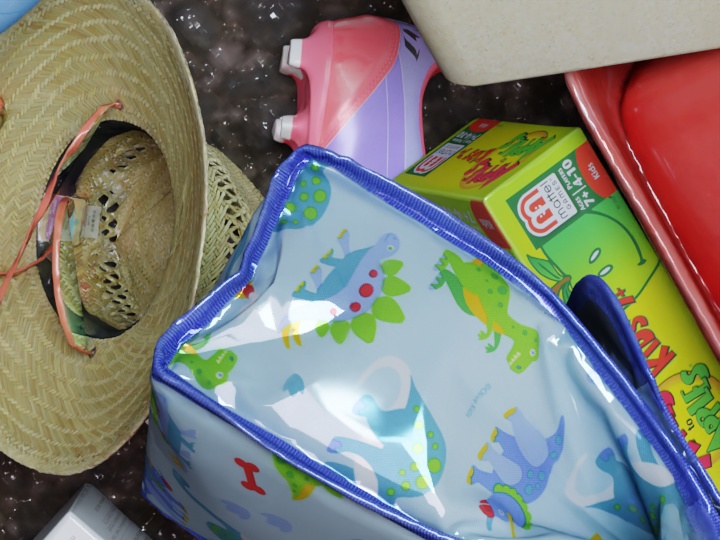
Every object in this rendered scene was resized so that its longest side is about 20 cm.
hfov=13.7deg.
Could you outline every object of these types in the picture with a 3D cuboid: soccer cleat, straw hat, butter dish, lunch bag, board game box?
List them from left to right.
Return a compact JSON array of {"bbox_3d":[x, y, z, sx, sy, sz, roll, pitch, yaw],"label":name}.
[{"bbox_3d":[-0.081,-0.015,1.148,0.085,0.201,0.202,7,94,-37],"label":"straw hat"},{"bbox_3d":[0.000,0.000,1.176,0.076,0.067,0.201,4,90,-5],"label":"soccer cleat"},{"bbox_3d":[0.033,0.066,1.042,0.200,0.170,0.128,33,73,7],"label":"lunch bag"},{"bbox_3d":[0.096,0.039,1.134,0.048,0.102,0.200,-36,105,-14],"label":"board game box"},{"bbox_3d":[0.193,-0.042,1.092,0.148,0.200,0.200,-27,94,30],"label":"butter dish"}]

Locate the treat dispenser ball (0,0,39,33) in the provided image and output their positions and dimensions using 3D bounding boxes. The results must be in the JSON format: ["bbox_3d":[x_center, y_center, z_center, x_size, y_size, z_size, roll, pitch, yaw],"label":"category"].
[{"bbox_3d":[-0.190,-0.170,1.096,0.200,0.201,0.201,0,93,0],"label":"treat dispenser ball"}]

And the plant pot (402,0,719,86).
[{"bbox_3d":[0.079,-0.177,1.022,0.199,0.200,0.177,-9,123,2],"label":"plant pot"}]

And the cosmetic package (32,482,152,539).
[{"bbox_3d":[-0.071,0.192,1.174,0.200,0.085,0.108,43,93,-3],"label":"cosmetic package"}]
